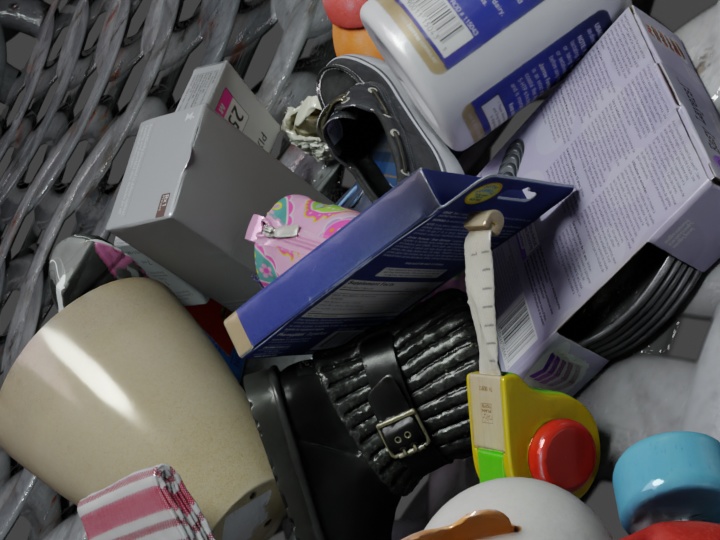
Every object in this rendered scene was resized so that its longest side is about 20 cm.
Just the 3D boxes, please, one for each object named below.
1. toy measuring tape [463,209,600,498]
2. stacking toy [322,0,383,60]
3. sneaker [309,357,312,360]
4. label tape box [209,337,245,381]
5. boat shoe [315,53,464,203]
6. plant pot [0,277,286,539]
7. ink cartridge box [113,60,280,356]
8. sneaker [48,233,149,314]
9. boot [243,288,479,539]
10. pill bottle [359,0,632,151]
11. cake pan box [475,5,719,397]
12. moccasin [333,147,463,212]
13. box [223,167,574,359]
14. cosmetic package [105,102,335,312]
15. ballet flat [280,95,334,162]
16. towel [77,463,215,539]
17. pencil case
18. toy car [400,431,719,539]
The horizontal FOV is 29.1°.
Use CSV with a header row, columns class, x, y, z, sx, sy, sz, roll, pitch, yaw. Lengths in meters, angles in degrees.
class,x,y,z,sx,sy,sz,roll,pitch,yaw
toy measuring tape,0.098,0.064,0.787,0.073,0.073,0.201,1,97,62
stacking toy,0.005,-0.253,1.112,0.146,0.200,0.147,-23,36,18
sneaker,-0.008,0.070,1.007,0.074,0.082,0.200,-59,26,9
label tape box,-0.191,0.135,1.309,0.200,0.063,0.145,-27,44,51
boat shoe,0.004,-0.097,0.997,0.070,0.066,0.200,-62,40,31
plant pot,-0.153,0.139,1.091,0.200,0.187,0.188,39,104,29
ink cartridge box,-0.118,-0.052,1.222,0.043,0.174,0.201,-6,51,35
sneaker,-0.222,0.026,1.163,0.086,0.200,0.080,38,72,26
boot,0.031,0.131,0.870,0.157,0.212,0.079,-19,13,-2
pill bottle,0.111,-0.183,0.924,0.200,0.120,0.120,-35,30,2
cake pan box,0.146,-0.040,0.858,0.184,0.052,0.200,-51,28,29
moccasin,0.037,-0.104,1.064,0.068,0.080,0.200,40,104,23
box,0.025,-0.010,0.840,0.200,0.121,0.033,-35,71,28
cosmetic package,-0.099,-0.036,1.129,0.090,0.200,0.107,-11,54,42
ballet flat,-0.010,-0.136,1.219,0.200,0.072,0.072,-13,55,57
towel,-0.126,0.237,0.991,0.030,0.201,0.146,-27,0,-40
pencil case,0.000,0.000,1.003,0.200,0.087,0.088,21,85,48
toy car,0.077,0.160,0.631,0.177,0.199,0.185,-44,32,35
